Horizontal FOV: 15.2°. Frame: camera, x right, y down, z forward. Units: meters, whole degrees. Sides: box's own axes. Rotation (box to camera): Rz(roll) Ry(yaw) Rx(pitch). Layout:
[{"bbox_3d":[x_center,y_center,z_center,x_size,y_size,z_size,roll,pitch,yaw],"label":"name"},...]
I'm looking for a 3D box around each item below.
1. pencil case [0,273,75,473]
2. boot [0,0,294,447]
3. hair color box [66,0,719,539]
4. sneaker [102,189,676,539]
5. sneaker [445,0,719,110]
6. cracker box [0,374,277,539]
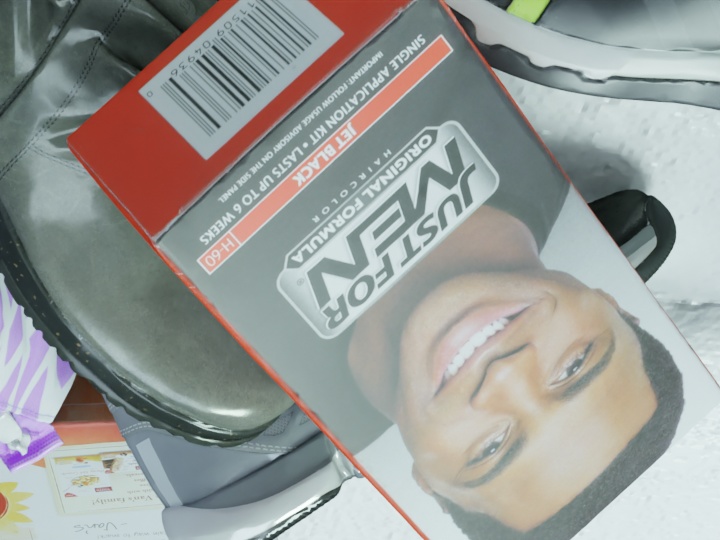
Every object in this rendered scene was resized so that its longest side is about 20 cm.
[{"bbox_3d":[-0.146,0.016,0.824,0.084,0.086,0.200,-24,168,9],"label":"pencil case"},{"bbox_3d":[-0.055,-0.045,0.782,0.131,0.068,0.200,-31,107,32],"label":"boot"},{"bbox_3d":[0.016,0.002,0.772,0.101,0.061,0.200,-43,134,-2],"label":"hair color box"},{"bbox_3d":[0.000,0.000,0.887,0.200,0.116,0.075,-33,180,-11],"label":"sneaker"},{"bbox_3d":[0.103,-0.094,0.801,0.200,0.072,0.083,9,107,-10],"label":"sneaker"},{"bbox_3d":[-0.099,0.093,1.005,0.134,0.058,0.200,-2,140,-1],"label":"cracker box"}]
